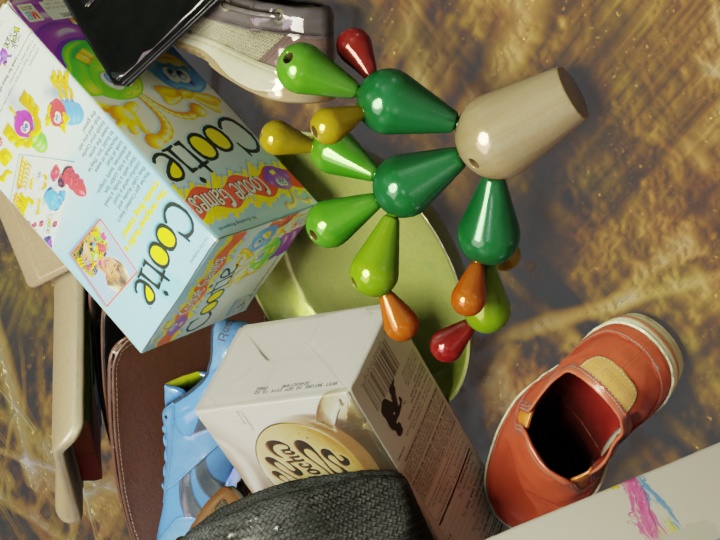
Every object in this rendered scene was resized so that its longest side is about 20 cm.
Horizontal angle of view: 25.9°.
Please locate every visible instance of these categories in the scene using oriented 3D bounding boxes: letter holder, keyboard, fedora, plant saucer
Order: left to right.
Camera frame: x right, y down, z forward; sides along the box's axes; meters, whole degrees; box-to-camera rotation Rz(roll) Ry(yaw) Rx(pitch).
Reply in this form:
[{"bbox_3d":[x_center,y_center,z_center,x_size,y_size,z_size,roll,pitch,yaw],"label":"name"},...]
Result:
[{"bbox_3d":[-0.147,0.088,1.119,0.100,0.142,0.200,28,135,35],"label":"letter holder"},{"bbox_3d":[-0.090,-0.201,0.893,0.200,0.040,0.104,-38,75,25],"label":"keyboard"},{"bbox_3d":[-0.030,0.165,0.872,0.200,0.200,0.092,-19,87,53],"label":"fedora"},{"bbox_3d":[0.000,0.000,0.982,0.200,0.031,0.200,29,136,33],"label":"plant saucer"}]

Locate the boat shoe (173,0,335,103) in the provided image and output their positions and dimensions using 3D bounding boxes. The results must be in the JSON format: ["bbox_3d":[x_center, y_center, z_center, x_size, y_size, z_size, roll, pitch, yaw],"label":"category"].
[{"bbox_3d":[-0.082,-0.159,0.933,0.200,0.072,0.065,34,117,40],"label":"boat shoe"}]

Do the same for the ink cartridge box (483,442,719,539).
[{"bbox_3d":[0.163,0.191,0.813,0.125,0.200,0.129,50,146,38],"label":"ink cartridge box"}]

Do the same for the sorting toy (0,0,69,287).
[{"bbox_3d":[-0.193,-0.105,1.074,0.200,0.036,0.186,-24,87,33],"label":"sorting toy"}]

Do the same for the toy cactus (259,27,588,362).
[{"bbox_3d":[0.046,-0.055,0.836,0.165,0.102,0.200,-28,102,23],"label":"toy cactus"}]

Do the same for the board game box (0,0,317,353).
[{"bbox_3d":[-0.142,-0.066,0.965,0.200,0.103,0.105,48,125,15],"label":"board game box"}]

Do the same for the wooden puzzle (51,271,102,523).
[{"bbox_3d":[-0.212,0.075,1.178,0.200,0.037,0.185,111,157,-63],"label":"wooden puzzle"}]

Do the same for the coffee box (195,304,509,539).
[{"bbox_3d":[0.003,0.124,0.966,0.113,0.080,0.200,-9,126,32],"label":"coffee box"}]

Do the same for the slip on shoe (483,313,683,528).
[{"bbox_3d":[0.114,0.097,0.898,0.074,0.061,0.200,46,144,12],"label":"slip on shoe"}]

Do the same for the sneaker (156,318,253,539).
[{"bbox_3d":[-0.106,0.115,1.065,0.078,0.066,0.200,29,119,1],"label":"sneaker"}]

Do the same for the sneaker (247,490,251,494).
[{"bbox_3d":[-0.049,0.191,1.127,0.077,0.078,0.200,57,146,26],"label":"sneaker"}]

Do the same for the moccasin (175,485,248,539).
[{"bbox_3d":[-0.085,0.203,1.027,0.074,0.078,0.201,48,167,14],"label":"moccasin"}]
